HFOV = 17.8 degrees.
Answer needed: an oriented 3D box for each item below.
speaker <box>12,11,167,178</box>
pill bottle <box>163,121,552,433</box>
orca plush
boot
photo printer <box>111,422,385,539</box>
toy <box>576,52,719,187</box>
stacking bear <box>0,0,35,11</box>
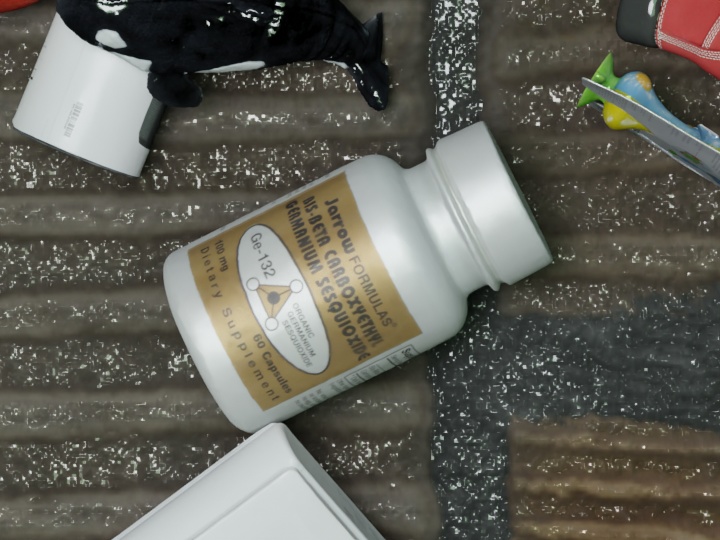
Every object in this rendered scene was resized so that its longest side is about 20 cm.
[{"bbox_3d":[-0.128,-0.160,1.320,0.081,0.081,0.201,22,92,6],"label":"speaker"},{"bbox_3d":[0.000,0.000,1.292,0.200,0.114,0.115,-26,88,6],"label":"pill bottle"},{"bbox_3d":[-0.064,-0.130,1.272,0.200,0.071,0.105,24,92,-28],"label":"orca plush"},{"bbox_3d":[0.233,-0.194,1.289,0.144,0.072,0.200,29,74,32],"label":"boot"},{"bbox_3d":[-0.076,0.202,1.299,0.200,0.069,0.167,-36,117,6],"label":"photo printer"},{"bbox_3d":[0.215,-0.064,1.267,0.200,0.115,0.047,28,90,5],"label":"toy"},{"bbox_3d":[-0.269,-0.163,1.320,0.199,0.121,0.114,-23,86,-1],"label":"stacking bear"}]
